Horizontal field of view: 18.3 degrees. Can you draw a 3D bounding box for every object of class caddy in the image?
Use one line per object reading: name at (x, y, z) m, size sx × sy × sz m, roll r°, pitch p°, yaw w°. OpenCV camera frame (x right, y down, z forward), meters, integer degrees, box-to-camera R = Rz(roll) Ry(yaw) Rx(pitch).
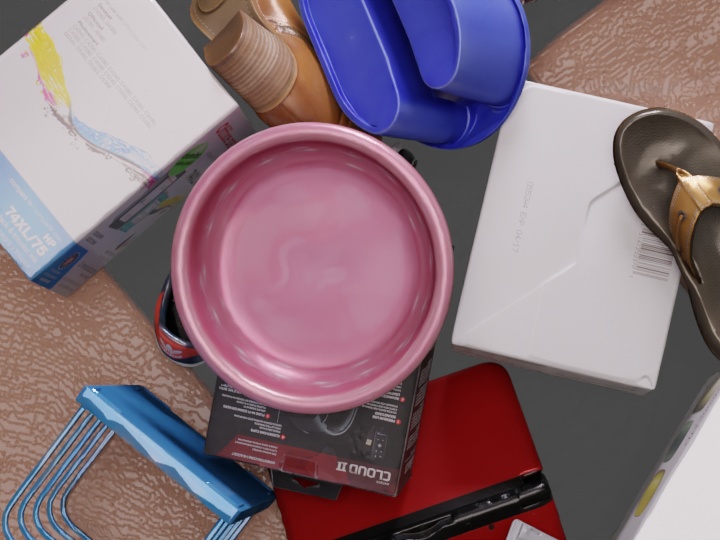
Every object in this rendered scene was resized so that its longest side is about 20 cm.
caddy at (0.044, -0.186, 1.637) m, size 0.141 × 0.105 × 0.201 m, roll -34°, pitch 69°, yaw 36°

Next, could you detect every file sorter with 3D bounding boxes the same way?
file sorter at (-0.162, 0.172, 1.621) m, size 0.139 × 0.200 × 0.123 m, roll 38°, pitch 91°, yaw 6°

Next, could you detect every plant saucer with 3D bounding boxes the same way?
plant saucer at (-0.031, -0.003, 1.558) m, size 0.199 × 0.051 × 0.202 m, roll 1°, pitch 95°, yaw 10°

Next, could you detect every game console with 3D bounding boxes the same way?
game console at (0.048, 0.194, 1.697) m, size 0.199 × 0.119 × 0.173 m, roll -19°, pitch 115°, yaw 2°

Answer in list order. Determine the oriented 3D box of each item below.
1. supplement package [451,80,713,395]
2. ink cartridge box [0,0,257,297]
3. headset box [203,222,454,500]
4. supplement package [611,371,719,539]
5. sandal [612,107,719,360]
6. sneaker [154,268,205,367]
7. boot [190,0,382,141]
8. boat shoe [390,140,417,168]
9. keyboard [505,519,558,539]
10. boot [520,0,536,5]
supplement package at (0.164, -0.022, 1.664) m, size 0.155 × 0.111 × 0.201 m, roll 13°, pitch 86°, yaw 4°
ink cartridge box at (-0.202, -0.103, 1.673) m, size 0.200 × 0.147 × 0.146 m, roll -40°, pitch 83°, yaw 0°
headset box at (-0.024, 0.067, 1.626) m, size 0.148 × 0.077 × 0.201 m, roll 11°, pitch 98°, yaw 9°
supplement package at (0.285, 0.171, 1.594) m, size 0.150 × 0.200 × 0.152 m, roll 32°, pitch 86°, yaw 5°
sandal at (0.245, -0.025, 1.577) m, size 0.081 × 0.055 × 0.201 m, roll -21°, pitch 87°, yaw -4°
sneaker at (-0.093, -0.018, 1.690) m, size 0.075 × 0.085 × 0.201 m, roll 26°, pitch 86°, yaw 5°
boot at (-0.047, -0.164, 1.697) m, size 0.077 × 0.200 × 0.155 m, roll -42°, pitch 119°, yaw 17°
boat shoe at (0.000, 0.000, 1.693) m, size 0.060 × 0.076 × 0.201 m, roll 28°, pitch 99°, yaw 3°
keyboard at (0.188, 0.252, 1.651) m, size 0.199 × 0.011 × 0.057 m, roll 28°, pitch 78°, yaw -15°
boot at (0.120, -0.205, 1.706) m, size 0.199 × 0.072 × 0.145 m, roll 9°, pitch 85°, yaw 12°
